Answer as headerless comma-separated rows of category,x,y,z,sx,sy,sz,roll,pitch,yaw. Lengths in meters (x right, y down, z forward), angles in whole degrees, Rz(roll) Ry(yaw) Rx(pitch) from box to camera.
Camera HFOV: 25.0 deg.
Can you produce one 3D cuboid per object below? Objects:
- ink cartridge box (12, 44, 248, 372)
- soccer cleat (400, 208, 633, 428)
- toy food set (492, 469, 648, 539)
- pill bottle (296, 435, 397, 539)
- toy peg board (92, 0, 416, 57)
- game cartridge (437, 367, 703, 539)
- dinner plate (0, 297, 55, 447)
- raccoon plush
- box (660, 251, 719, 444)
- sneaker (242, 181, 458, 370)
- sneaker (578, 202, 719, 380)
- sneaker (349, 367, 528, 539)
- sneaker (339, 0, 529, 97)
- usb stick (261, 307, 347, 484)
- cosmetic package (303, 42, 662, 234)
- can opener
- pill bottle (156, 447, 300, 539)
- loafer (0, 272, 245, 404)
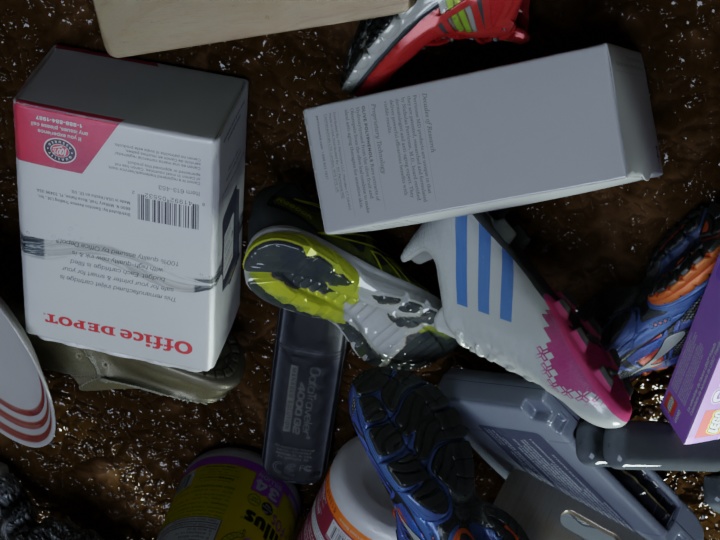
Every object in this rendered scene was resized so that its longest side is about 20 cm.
ink cartridge box,-0.159,-0.041,1.142,0.143,0.085,0.202,11,128,7
soccer cleat,0.102,0.037,1.084,0.086,0.070,0.201,-41,65,16
toy food set,0.143,0.255,1.229,0.142,0.060,0.201,28,130,11
pill bottle,0.000,0.230,1.288,0.108,0.110,0.201,22,129,-2
toy peg board,-0.069,-0.249,0.969,0.198,0.098,0.201,-6,109,19
game cartridge,0.147,0.139,1.181,0.132,0.041,0.200,-3,140,50
dinner plate,-0.295,0.049,1.246,0.199,0.024,0.201,34,146,27
raccoon plush,-0.227,0.230,1.393,0.096,0.133,0.202,-30,83,48
box,0.286,0.022,1.051,0.135,0.039,0.202,-7,133,-21
sneaker,0.000,0.000,1.141,0.074,0.085,0.199,-32,134,28
sneaker,0.206,0.044,1.114,0.078,0.076,0.200,33,130,-15
sneaker,0.046,0.162,1.142,0.078,0.075,0.201,-32,87,53
sneaker,0.063,-0.160,0.998,0.085,0.077,0.200,35,129,-21
usb stick,-0.042,0.085,1.240,0.055,0.033,0.202,9,128,0
cosmetic package,0.078,-0.079,1.018,0.198,0.107,0.086,-11,89,21
can opener,0.232,0.134,1.131,0.198,0.067,0.052,12,169,-38
pill bottle,-0.117,0.241,1.271,0.103,0.201,0.105,8,129,10
loafer,-0.180,0.057,1.234,0.198,0.076,0.068,20,131,13
